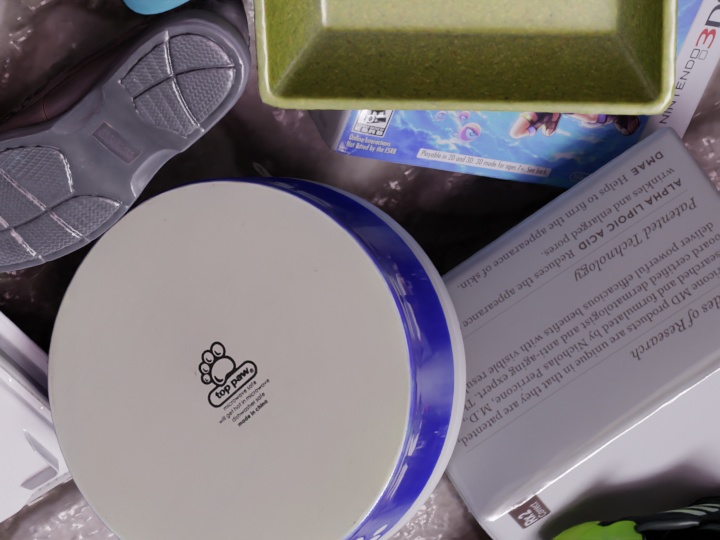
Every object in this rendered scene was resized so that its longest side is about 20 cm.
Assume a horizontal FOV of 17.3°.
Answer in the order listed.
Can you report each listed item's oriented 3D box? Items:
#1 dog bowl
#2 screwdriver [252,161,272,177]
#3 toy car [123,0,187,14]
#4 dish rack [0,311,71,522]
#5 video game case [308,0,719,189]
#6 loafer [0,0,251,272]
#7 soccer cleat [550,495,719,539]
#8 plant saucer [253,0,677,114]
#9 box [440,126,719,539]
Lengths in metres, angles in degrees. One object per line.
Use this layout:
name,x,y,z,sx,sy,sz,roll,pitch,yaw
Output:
dog bowl,-0.052,0.053,1.177,0.200,0.200,0.079,-47,165,14
screwdriver,0.000,0.000,1.274,0.029,0.028,0.200,-13,139,24
toy car,-0.164,-0.198,1.004,0.199,0.177,0.185,-19,122,29
dish rack,-0.243,0.080,1.204,0.171,0.044,0.200,-32,132,13
video game case,0.096,-0.133,1.209,0.199,0.046,0.182,7,121,-27
loafer,-0.128,-0.068,1.147,0.200,0.063,0.072,-33,114,25
soccer cleat,0.179,0.153,1.238,0.081,0.068,0.199,-14,170,43
plant saucer,0.049,-0.175,1.097,0.198,0.048,0.201,2,118,7
box,0.137,0.060,1.274,0.199,0.131,0.199,-34,153,3
